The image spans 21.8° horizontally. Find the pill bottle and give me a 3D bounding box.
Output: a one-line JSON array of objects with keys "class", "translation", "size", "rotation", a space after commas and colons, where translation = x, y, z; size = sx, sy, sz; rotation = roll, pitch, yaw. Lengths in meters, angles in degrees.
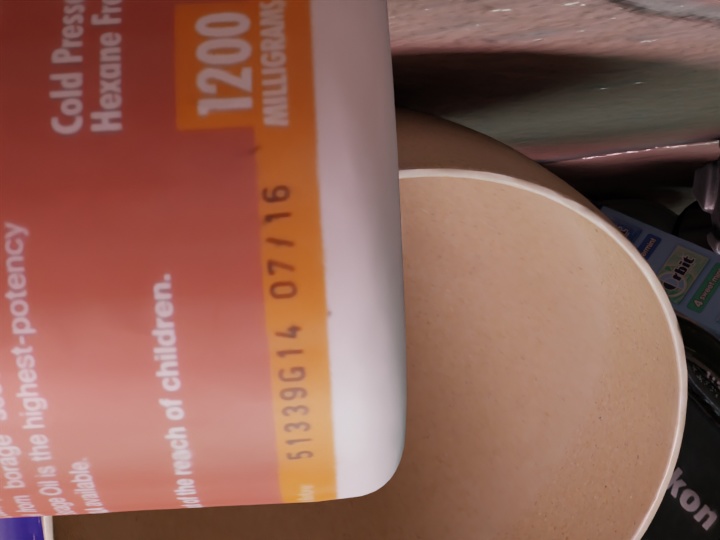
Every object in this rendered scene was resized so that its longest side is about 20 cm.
[{"class": "pill bottle", "translation": [-0.092, -0.007, 0.359], "size": [0.198, 0.114, 0.112], "rotation": [-3, 176, -2]}]

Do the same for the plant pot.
[{"class": "plant pot", "translation": [-0.012, 0.025, 0.603], "size": [0.198, 0.202, 0.135], "rotation": [-2, -149, -18]}]

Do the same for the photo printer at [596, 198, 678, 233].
[{"class": "photo printer", "translation": [0.091, 0.025, 1.022], "size": [0.198, 0.070, 0.167], "rotation": [-6, 155, 3]}]

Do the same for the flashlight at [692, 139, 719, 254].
[{"class": "flashlight", "translation": [0.239, -0.026, 0.740], "size": [0.198, 0.069, 0.068], "rotation": [-1, 150, -18]}]

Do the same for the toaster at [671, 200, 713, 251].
[{"class": "toaster", "translation": [0.243, 0.007, 0.907], "size": [0.198, 0.115, 0.129], "rotation": [4, 169, -27]}]

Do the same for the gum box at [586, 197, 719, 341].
[{"class": "gum box", "translation": [0.166, 0.064, 0.875], "size": [0.199, 0.045, 0.171], "rotation": [24, 147, 26]}]

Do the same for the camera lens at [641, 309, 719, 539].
[{"class": "camera lens", "translation": [0.076, 0.103, 0.824], "size": [0.159, 0.162, 0.199], "rotation": [-1, 170, -31]}]

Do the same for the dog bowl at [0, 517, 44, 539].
[{"class": "dog bowl", "translation": [-0.180, 0.131, 0.963], "size": [0.198, 0.080, 0.200], "rotation": [-3, 175, 0]}]
